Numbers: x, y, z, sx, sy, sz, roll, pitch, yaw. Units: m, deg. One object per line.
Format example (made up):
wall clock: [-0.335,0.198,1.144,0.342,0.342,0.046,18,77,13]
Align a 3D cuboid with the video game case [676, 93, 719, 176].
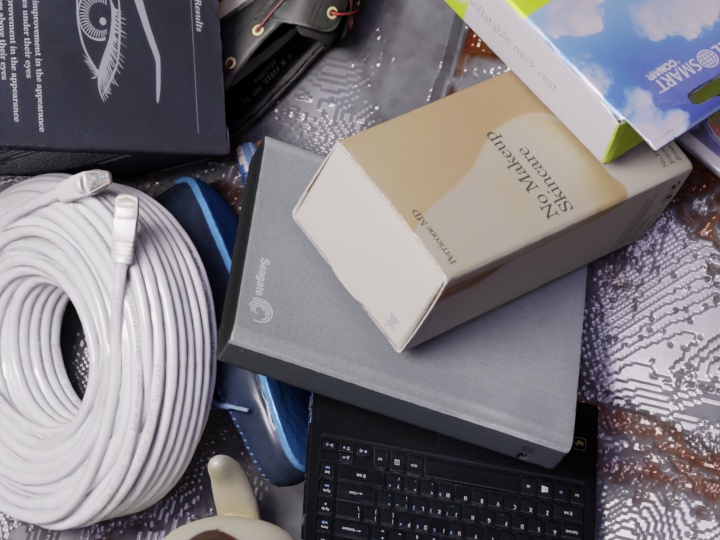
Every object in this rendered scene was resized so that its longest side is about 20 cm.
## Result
video game case: [0.202,-0.150,1.661,0.200,0.018,0.143,42,90,18]

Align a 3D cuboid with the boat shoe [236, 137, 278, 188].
boat shoe: [0.000,0.000,1.669,0.072,0.072,0.200,-31,75,-6]

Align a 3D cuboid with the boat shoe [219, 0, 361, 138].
boat shoe: [-0.027,-0.156,1.698,0.201,0.074,0.063,-40,65,11]

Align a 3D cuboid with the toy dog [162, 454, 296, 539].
toy dog: [-0.079,0.202,1.562,0.139,0.200,0.195,11,91,13]

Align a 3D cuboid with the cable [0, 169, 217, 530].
cable: [-0.165,0.045,1.653,0.200,0.069,0.201,-3,91,46]

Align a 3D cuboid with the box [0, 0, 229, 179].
box: [-0.183,-0.130,1.628,0.104,0.199,0.149,-11,80,50]

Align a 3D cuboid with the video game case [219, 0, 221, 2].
video game case: [-0.156,-0.180,1.766,0.143,0.018,0.200,37,90,19]

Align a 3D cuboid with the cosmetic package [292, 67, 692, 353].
cosmetic package: [0.074,-0.043,1.591,0.200,0.071,0.105,-26,69,-39]

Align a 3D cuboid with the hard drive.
hard drive: [0.025,0.018,1.595,0.199,0.033,0.140,18,52,-14]

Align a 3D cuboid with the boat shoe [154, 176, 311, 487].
boat shoe: [-0.078,0.044,1.679,0.069,0.084,0.201,-30,57,14]

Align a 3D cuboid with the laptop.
laptop: [0.067,0.139,1.543,0.177,0.103,0.201,12,68,-22]

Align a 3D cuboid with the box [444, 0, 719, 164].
box: [0.131,-0.148,1.610,0.122,0.048,0.200,-31,69,-28]
